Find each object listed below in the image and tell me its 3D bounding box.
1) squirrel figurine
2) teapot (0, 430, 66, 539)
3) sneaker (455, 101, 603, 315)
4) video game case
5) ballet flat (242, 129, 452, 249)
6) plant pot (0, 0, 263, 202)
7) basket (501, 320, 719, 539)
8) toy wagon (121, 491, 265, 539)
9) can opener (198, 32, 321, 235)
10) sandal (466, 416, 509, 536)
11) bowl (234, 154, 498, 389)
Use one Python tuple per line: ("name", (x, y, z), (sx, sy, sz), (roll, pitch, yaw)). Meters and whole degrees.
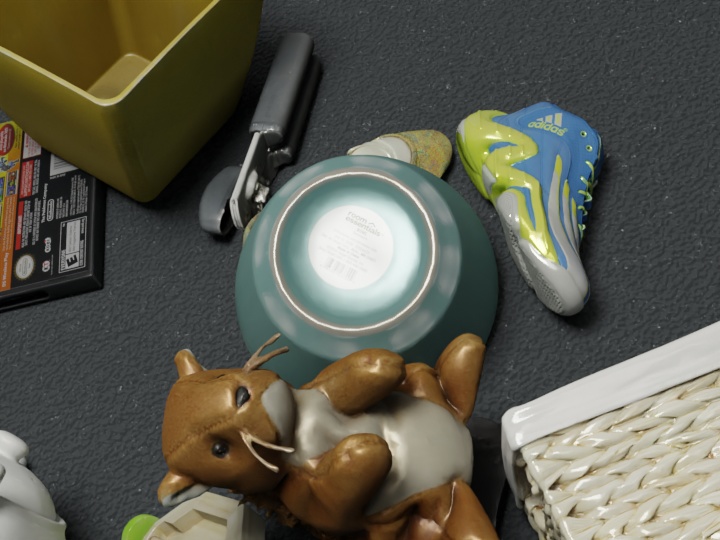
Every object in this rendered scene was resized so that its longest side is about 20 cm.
("squirrel figurine", (-0.037, 0.114, 0.693), (0.185, 0.200, 0.143), (9, 68, -21))
("teapot", (-0.265, 0.174, 0.739), (0.199, 0.197, 0.147), (22, 76, 37))
("sneaker", (0.148, -0.062, 0.850), (0.104, 0.076, 0.201), (-23, 53, 0))
("video game case", (-0.316, -0.053, 1.012), (0.179, 0.026, 0.201), (-13, 56, 8))
("ballet flat", (-0.010, -0.061, 0.902), (0.199, 0.071, 0.071), (-36, 55, -9))
("plant pot", (-0.204, -0.180, 0.950), (0.199, 0.177, 0.200), (28, 61, 18))
("basket", (0.198, 0.123, 0.674), (0.199, 0.136, 0.124), (-23, 60, -2))
("toy wagon", (-0.139, 0.233, 0.722), (0.155, 0.040, 0.201), (-4, 47, 56))
("can opener", (-0.089, -0.118, 0.971), (0.066, 0.053, 0.201), (4, 58, 18))
("sandal", (0.060, 0.186, 0.733), (0.075, 0.043, 0.201), (-4, 57, 14))
("bowl", (0.000, 0.000, 0.798), (0.199, 0.105, 0.203), (-1, 77, 4))
